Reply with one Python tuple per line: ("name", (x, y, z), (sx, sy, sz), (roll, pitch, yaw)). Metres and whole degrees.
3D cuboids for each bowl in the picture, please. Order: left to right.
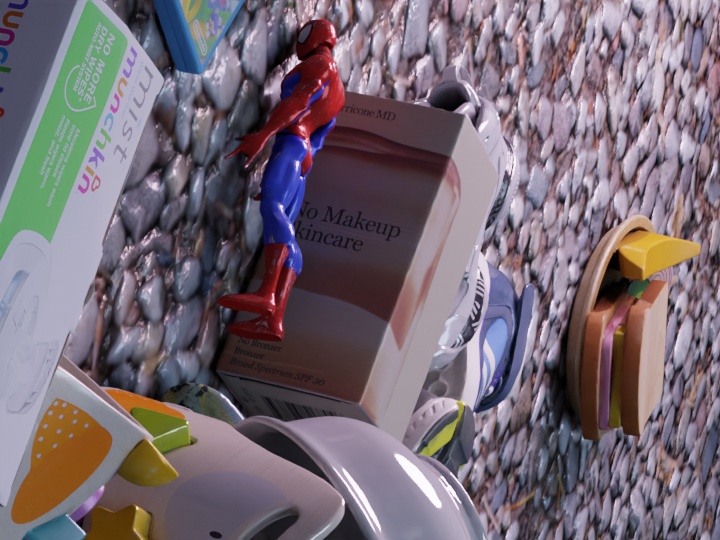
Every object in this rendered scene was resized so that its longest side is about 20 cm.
("bowl", (0.010, 0.159, 1.517), (0.090, 0.201, 0.201), (-20, 124, -26))

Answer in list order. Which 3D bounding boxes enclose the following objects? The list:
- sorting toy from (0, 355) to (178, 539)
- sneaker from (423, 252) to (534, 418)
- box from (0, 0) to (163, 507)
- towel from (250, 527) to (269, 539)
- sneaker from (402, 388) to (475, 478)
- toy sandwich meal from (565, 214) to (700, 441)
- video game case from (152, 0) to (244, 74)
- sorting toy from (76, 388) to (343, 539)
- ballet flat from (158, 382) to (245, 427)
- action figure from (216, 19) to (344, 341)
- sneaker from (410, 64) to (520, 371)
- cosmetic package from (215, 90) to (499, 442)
("sorting toy", (-0.189, 0.110, 1.266), (0.107, 0.200, 0.180), (42, 86, -25))
("sneaker", (0.065, 0.089, 1.938), (0.146, 0.081, 0.200), (53, 47, -55))
("box", (-0.201, -0.023, 1.156), (0.200, 0.176, 0.097), (-70, 156, -17))
("towel", (-0.062, 0.218, 1.519), (0.133, 0.034, 0.200), (-112, -161, -52))
("sneaker", (-0.016, 0.145, 1.797), (0.200, 0.085, 0.074), (-39, 133, -25))
("toy sandwich meal", (0.227, 0.050, 2.304), (0.205, 0.070, 0.205), (12, 90, -67))
("video game case", (-0.070, -0.228, 1.560), (0.143, 0.018, 0.200), (73, 36, -47))
("sorting toy", (-0.103, 0.149, 1.423), (0.107, 0.180, 0.200), (51, 57, -52))
("ballet flat", (-0.079, 0.163, 1.619), (0.074, 0.074, 0.200), (-46, 127, -51))
("action figure", (-0.045, -0.061, 1.659), (0.065, 0.052, 0.200), (67, 36, -61))
("sneaker", (0.048, -0.037, 1.854), (0.115, 0.075, 0.200), (69, 34, -50))
("cosmetic package", (0.000, 0.000, 1.723), (0.087, 0.103, 0.200), (59, 46, -59))
